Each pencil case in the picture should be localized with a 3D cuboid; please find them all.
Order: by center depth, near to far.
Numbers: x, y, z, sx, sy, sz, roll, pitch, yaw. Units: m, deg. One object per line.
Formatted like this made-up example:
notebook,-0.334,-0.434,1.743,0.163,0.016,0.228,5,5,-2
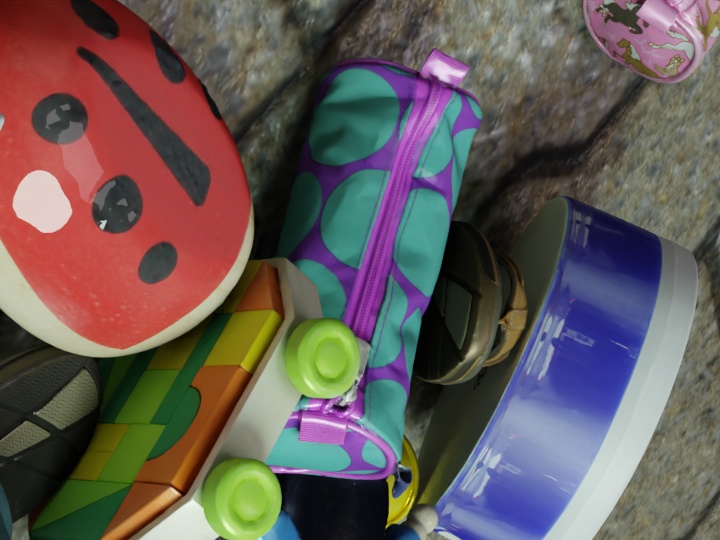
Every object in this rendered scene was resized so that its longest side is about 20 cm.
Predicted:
pencil case,0.000,0.000,0.875,0.092,0.085,0.200,140,-33,-61
pencil case,0.213,-0.196,1.094,0.200,0.083,0.087,-48,145,-22

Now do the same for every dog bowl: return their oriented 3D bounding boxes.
dog bowl,0.103,0.063,1.028,0.200,0.079,0.200,-155,-90,-85

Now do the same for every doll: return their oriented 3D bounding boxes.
doll,-0.012,0.111,0.928,0.136,0.048,0.201,21,64,-44

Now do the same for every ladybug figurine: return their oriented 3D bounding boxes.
ladybug figurine,-0.103,-0.043,0.737,0.200,0.072,0.136,47,48,-50

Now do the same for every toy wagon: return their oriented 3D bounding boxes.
toy wagon,-0.087,0.082,0.788,0.040,0.155,0.200,44,62,-28

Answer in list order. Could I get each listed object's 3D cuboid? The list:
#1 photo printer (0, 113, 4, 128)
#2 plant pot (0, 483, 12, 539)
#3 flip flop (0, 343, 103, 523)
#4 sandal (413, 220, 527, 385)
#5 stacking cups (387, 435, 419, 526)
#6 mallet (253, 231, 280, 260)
photo printer,-0.195,0.001,0.574,0.069,0.200,0.167,41,73,-17
plant pot,-0.174,0.195,0.665,0.200,0.196,0.200,-27,146,-20
flip flop,-0.193,0.086,0.753,0.200,0.058,0.081,-34,143,-15
sandal,0.056,0.023,0.958,0.200,0.054,0.082,129,-29,-82
stacking cups,-0.054,0.109,0.965,0.200,0.060,0.061,4,109,-50
mallet,-0.066,0.078,0.878,0.066,0.041,0.200,48,55,-35
